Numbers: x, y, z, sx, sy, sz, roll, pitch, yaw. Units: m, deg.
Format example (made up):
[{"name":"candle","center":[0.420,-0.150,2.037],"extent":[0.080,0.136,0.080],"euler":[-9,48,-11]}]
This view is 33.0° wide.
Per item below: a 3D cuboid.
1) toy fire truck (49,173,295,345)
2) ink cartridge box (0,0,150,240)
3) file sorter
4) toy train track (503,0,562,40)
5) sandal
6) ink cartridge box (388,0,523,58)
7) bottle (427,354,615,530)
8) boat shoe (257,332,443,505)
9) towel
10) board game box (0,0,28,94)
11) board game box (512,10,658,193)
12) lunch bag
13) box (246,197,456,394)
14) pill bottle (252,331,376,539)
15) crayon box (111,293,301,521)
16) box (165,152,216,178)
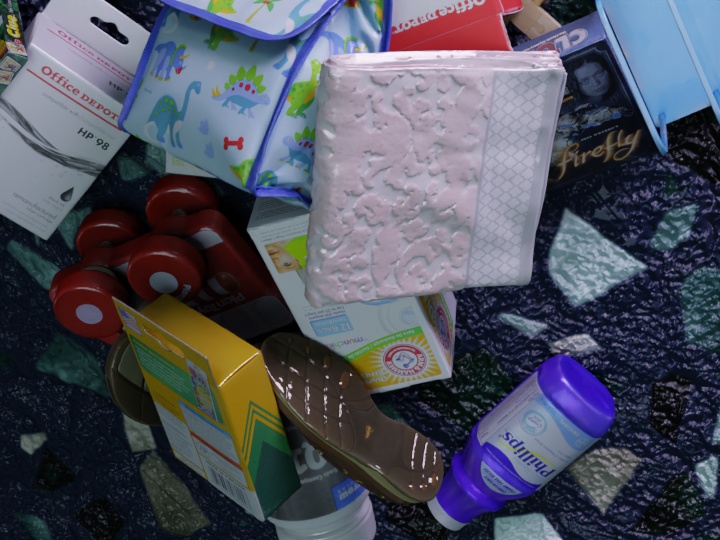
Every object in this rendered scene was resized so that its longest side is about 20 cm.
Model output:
[{"name":"toy fire truck","center":[-0.176,0.022,1.117],"extent":[0.199,0.113,0.168],"euler":[-22,126,22]},{"name":"ink cartridge box","center":[-0.266,-0.138,1.058],"extent":[0.116,0.067,0.200],"euler":[32,116,-24]},{"name":"file sorter","center":[0.288,-0.191,0.900],"extent":[0.199,0.123,0.139],"euler":[-22,108,20]},{"name":"toy train track","center":[0.097,-0.188,0.988],"extent":[0.115,0.033,0.200],"euler":[43,116,6]},{"name":"sandal","center":[-0.179,0.098,1.116],"extent":[0.054,0.200,0.082],"euler":[18,87,25]},{"name":"ink cartridge box","center":[0.048,-0.237,0.937],"extent":[0.116,0.067,0.201],"euler":[-15,99,25]},{"name":"bottle","center":[0.142,0.166,1.126],"extent":[0.083,0.065,0.200],"euler":[40,116,-9]},{"name":"boat shoe","center":[-0.020,0.134,1.037],"extent":[0.200,0.072,0.067],"euler":[42,140,-15]},{"name":"towel","center":[0.054,-0.067,0.914],"extent":[0.190,0.032,0.201],"euler":[-5,121,-17]},{"name":"board game box","center":[-0.353,-0.148,1.044],"extent":[0.023,0.105,0.200],"euler":[19,126,-44]},{"name":"board game box","center":[0.125,-0.114,0.987],"extent":[0.199,0.035,0.136],"euler":[-21,136,20]},{"name":"lunch bag","center":[-0.073,-0.166,0.930],"extent":[0.170,0.127,0.201],"euler":[27,97,36]},{"name":"box","center":[0.000,0.000,1.038],"extent":[0.112,0.102,0.201],"euler":[-13,125,18]},{"name":"pill bottle","center":[-0.052,0.170,1.144],"extent":[0.113,0.114,0.201],"euler":[-8,112,16]},{"name":"crayon box","center":[-0.126,0.105,1.019],"extent":[0.125,0.052,0.201],"euler":[28,144,37]},{"name":"box","center":[-0.073,-0.146,1.050],"extent":[0.199,0.036,0.145],"euler":[7,115,11]}]
